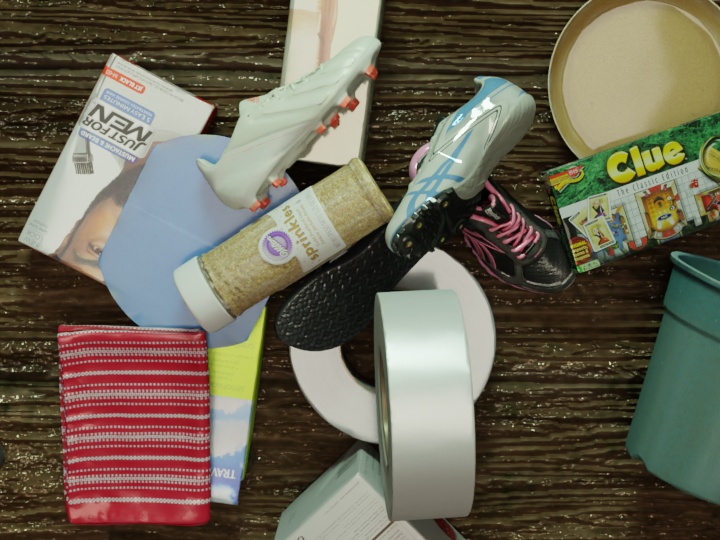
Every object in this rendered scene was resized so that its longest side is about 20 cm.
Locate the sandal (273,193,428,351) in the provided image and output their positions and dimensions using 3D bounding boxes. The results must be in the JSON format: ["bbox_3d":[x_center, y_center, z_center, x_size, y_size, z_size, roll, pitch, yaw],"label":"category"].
[{"bbox_3d":[0.000,0.000,1.154,0.200,0.045,0.075,-43,120,-11],"label":"sandal"}]

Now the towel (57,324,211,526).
[{"bbox_3d":[-0.214,0.150,1.174,0.144,0.022,0.200,1,106,2],"label":"towel"}]

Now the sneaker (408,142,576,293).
[{"bbox_3d":[0.130,-0.047,1.193,0.200,0.095,0.079,39,90,-5],"label":"sneaker"}]

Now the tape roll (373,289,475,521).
[{"bbox_3d":[0.053,0.118,1.085,0.071,0.202,0.203,-3,95,-3],"label":"tape roll"}]

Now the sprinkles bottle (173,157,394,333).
[{"bbox_3d":[-0.069,-0.023,1.113,0.200,0.068,0.068,-32,95,3],"label":"sprinkles bottle"}]

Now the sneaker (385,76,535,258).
[{"bbox_3d":[0.081,-0.093,1.118,0.072,0.072,0.200,27,69,30],"label":"sneaker"}]

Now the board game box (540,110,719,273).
[{"bbox_3d":[0.284,-0.078,1.196,0.200,0.023,0.105,-20,93,-6],"label":"board game box"}]

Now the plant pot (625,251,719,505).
[{"bbox_3d":[0.354,0.108,1.173,0.200,0.200,0.196,19,101,-3],"label":"plant pot"}]

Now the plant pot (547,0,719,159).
[{"bbox_3d":[0.282,-0.183,1.220,0.200,0.027,0.200,0,94,-1],"label":"plant pot"}]

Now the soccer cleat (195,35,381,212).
[{"bbox_3d":[-0.063,-0.140,1.095,0.078,0.069,0.200,43,98,3],"label":"soccer cleat"}]

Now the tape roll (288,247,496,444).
[{"bbox_3d":[0.030,0.065,1.213,0.200,0.066,0.201,0,95,-1],"label":"tape roll"}]

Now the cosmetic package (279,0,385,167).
[{"bbox_3d":[-0.027,-0.199,1.172,0.087,0.103,0.200,7,93,0],"label":"cosmetic package"}]

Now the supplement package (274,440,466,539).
[{"bbox_3d":[0.028,0.284,1.200,0.120,0.121,0.200,-44,95,7],"label":"supplement package"}]

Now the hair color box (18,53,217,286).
[{"bbox_3d":[-0.231,-0.094,1.193,0.111,0.064,0.200,27,94,-5],"label":"hair color box"}]

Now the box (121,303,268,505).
[{"bbox_3d":[-0.163,0.121,1.220,0.122,0.048,0.200,8,94,-2],"label":"box"}]

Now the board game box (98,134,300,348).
[{"bbox_3d":[-0.147,-0.029,1.165,0.158,0.039,0.200,26,97,-6],"label":"board game box"}]
